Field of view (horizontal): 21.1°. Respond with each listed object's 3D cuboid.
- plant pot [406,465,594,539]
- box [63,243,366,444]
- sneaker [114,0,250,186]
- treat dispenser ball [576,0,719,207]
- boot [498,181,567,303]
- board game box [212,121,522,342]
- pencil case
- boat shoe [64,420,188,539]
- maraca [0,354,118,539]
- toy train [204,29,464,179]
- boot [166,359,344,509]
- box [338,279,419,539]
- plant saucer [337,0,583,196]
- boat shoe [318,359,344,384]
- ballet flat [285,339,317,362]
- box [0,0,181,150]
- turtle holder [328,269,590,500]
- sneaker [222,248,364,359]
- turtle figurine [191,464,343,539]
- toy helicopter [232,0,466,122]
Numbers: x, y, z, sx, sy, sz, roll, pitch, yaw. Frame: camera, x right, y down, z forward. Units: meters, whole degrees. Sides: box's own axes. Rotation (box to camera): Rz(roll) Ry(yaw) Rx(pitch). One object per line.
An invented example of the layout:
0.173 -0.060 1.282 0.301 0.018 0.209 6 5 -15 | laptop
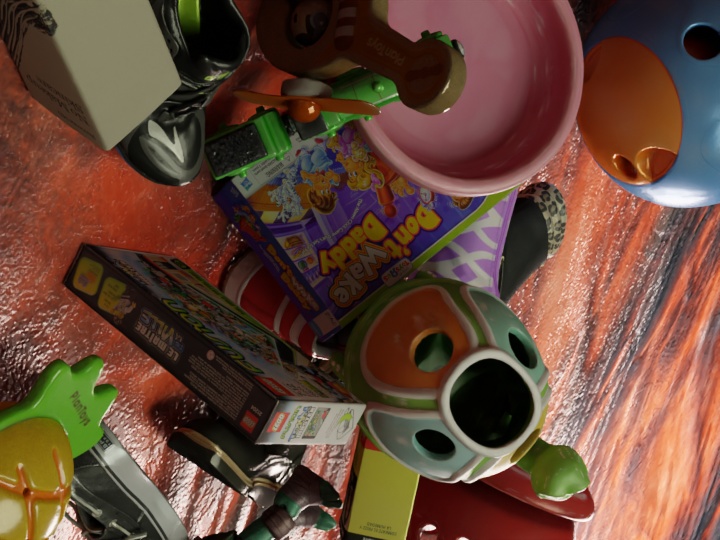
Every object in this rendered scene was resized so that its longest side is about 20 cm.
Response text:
0.119 0.257 1.878 0.200 0.200 0.183 18 98 -60 | plant pot
-0.101 0.051 1.327 0.110 0.200 0.035 9 114 -58 | box
-0.116 -0.132 1.235 0.071 0.083 0.201 -28 142 -38 | sneaker
0.284 -0.155 1.680 0.200 0.200 0.202 -36 146 -29 | treat dispenser ball
0.115 0.024 1.753 0.153 0.073 0.205 -34 146 -38 | boot
0.008 -0.061 1.440 0.200 0.135 0.045 -38 -178 -27 | board game box
0.096 -0.058 1.560 0.084 0.085 0.201 37 66 -66 | pencil case
-0.188 0.177 1.461 0.068 0.074 0.200 -39 156 -9 | boat shoe
-0.242 0.138 1.304 0.200 0.107 0.137 -45 157 -17 | maraca
-0.021 -0.114 1.338 0.199 0.042 0.056 -23 -174 10 | toy train
-0.078 0.111 1.567 0.139 0.077 0.200 -57 164 -5 | boot
0.027 0.111 1.478 0.075 0.050 0.202 -107 -150 -83 | box
0.068 -0.153 1.425 0.200 0.201 0.051 -42 -167 -21 | plant saucer
0.024 0.069 1.618 0.072 0.065 0.200 -44 171 13 | boat shoe
0.008 -0.002 1.598 0.200 0.046 0.067 -44 172 -23 | ballet flat
-0.175 -0.165 1.117 0.068 0.082 0.200 -45 148 -18 | box
0.073 0.098 1.378 0.140 0.132 0.187 -24 107 -17 | turtle holder
0.000 0.000 1.512 0.200 0.112 0.072 -33 146 -33 | sneaker
-0.099 0.247 1.517 0.200 0.101 0.150 -47 -174 -22 | turtle figurine
-0.006 -0.145 1.267 0.079 0.200 0.133 25 97 -45 | toy helicopter
